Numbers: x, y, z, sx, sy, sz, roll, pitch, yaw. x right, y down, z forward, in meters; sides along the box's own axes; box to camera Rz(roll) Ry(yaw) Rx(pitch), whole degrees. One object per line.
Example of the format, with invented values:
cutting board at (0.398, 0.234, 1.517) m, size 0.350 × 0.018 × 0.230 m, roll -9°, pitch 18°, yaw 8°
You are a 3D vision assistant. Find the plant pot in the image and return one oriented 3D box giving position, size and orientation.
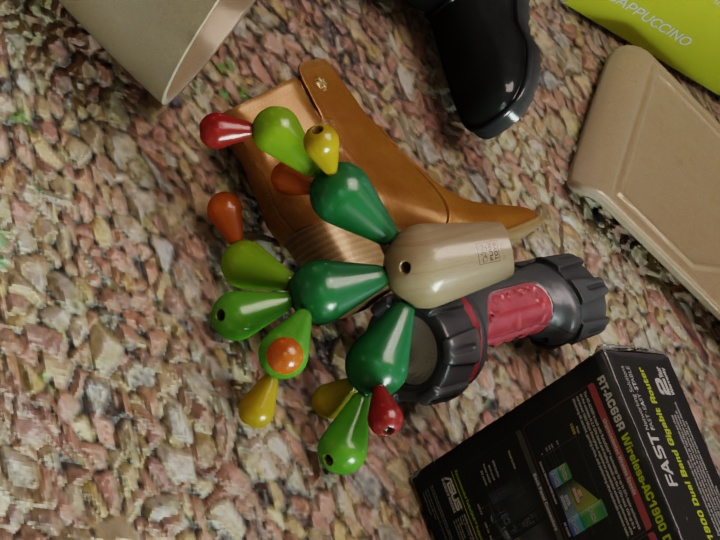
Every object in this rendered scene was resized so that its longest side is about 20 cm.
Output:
plant pot at (-0.132, -0.225, 1.350) m, size 0.200 × 0.188 × 0.187 m, roll 36°, pitch 36°, yaw 0°

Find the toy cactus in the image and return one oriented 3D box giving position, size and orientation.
toy cactus at (0.000, 0.000, 1.322) m, size 0.164 × 0.102 × 0.201 m, roll -12°, pitch 75°, yaw -10°

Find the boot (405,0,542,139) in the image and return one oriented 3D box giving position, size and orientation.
boot at (0.022, -0.189, 1.571) m, size 0.200 × 0.066 × 0.165 m, roll 37°, pitch 29°, yaw -27°

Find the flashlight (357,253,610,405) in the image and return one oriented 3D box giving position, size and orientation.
flashlight at (0.080, 0.032, 1.451) m, size 0.200 × 0.068 × 0.068 m, roll -10°, pitch 95°, yaw -54°

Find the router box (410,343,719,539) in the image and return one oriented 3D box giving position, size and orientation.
router box at (0.128, 0.161, 1.319) m, size 0.062 × 0.150 × 0.201 m, roll 5°, pitch 57°, yaw -48°

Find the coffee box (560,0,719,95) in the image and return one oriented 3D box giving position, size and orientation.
coffee box at (0.270, -0.278, 1.822) m, size 0.199 × 0.200 × 0.199 m, roll 25°, pitch 44°, yaw -34°

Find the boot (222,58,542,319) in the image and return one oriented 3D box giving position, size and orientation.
boot at (0.014, -0.060, 1.446) m, size 0.201 × 0.071 × 0.145 m, roll -18°, pitch 78°, yaw -49°

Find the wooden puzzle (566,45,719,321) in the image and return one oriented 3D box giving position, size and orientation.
wooden puzzle at (0.231, -0.045, 1.726) m, size 0.200 × 0.037 × 0.185 m, roll 39°, pitch 37°, yaw -12°
